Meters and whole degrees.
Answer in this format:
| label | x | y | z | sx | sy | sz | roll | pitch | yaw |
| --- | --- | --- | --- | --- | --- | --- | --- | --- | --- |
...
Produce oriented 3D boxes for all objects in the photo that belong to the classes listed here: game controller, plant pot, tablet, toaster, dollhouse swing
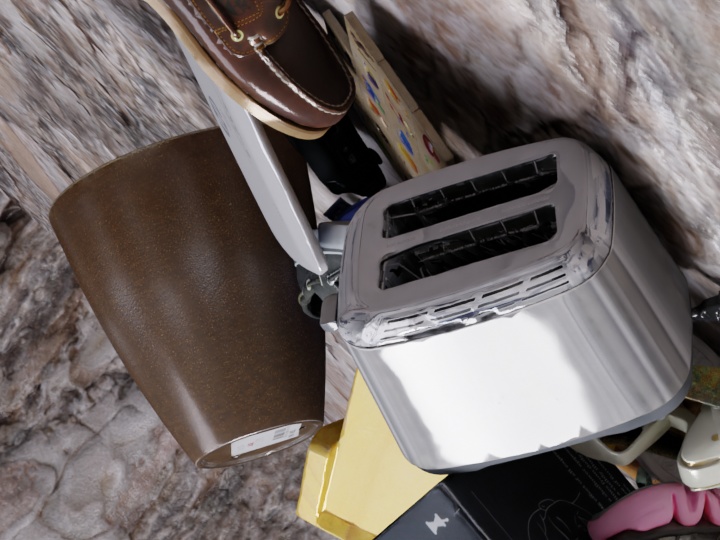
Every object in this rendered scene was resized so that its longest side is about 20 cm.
| label | x | y | z | sx | sy | sz | roll | pitch | yaw |
| --- | --- | --- | --- | --- | --- | --- | --- | --- | --- |
| game controller | -0.048 | -0.123 | 1.476 | 0.104 | 0.042 | 0.200 | 54 | 178 | 43 |
| plant pot | -0.098 | 0.027 | 1.675 | 0.187 | 0.186 | 0.201 | 79 | 172 | -75 |
| tablet | -0.076 | -0.093 | 1.449 | 0.201 | 0.014 | 0.130 | 65 | 173 | -12 |
| toaster | 0.081 | 0.017 | 1.231 | 0.199 | 0.114 | 0.129 | -15 | 135 | 22 |
| dollhouse swing | 0.089 | 0.113 | 1.543 | 0.199 | 0.177 | 0.182 | 24 | -165 | 20 |

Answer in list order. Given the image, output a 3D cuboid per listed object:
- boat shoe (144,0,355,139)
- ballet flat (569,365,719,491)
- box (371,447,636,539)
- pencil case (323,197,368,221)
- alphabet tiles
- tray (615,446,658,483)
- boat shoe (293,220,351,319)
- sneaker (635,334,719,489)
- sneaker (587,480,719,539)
| label | x | y | z | sx | sy | sz | roll | pitch | yaw |
| --- | --- | --- | --- | --- | --- | --- | --- | --- | --- |
| boat shoe | -0.072 | -0.154 | 1.327 | 0.200 | 0.071 | 0.070 | 41 | 127 | -21 |
| ballet flat | 0.165 | 0.081 | 1.283 | 0.199 | 0.071 | 0.071 | 16 | 161 | 24 |
| box | 0.090 | 0.177 | 1.354 | 0.149 | 0.107 | 0.200 | 50 | -156 | 6 |
| pencil case | 0.043 | 0.039 | 1.653 | 0.200 | 0.087 | 0.078 | 52 | -153 | -20 |
| alphabet tiles | 0.028 | -0.070 | 1.360 | 0.167 | 0.008 | 0.200 | 56 | 175 | 16 |
| tray | 0.202 | 0.123 | 1.606 | 0.200 | 0.037 | 0.099 | 35 | 169 | 37 |
| boat shoe | 0.000 | 0.000 | 1.494 | 0.068 | 0.057 | 0.200 | -1 | 178 | -11 |
| sneaker | 0.174 | 0.084 | 1.423 | 0.201 | 0.074 | 0.118 | 50 | 171 | -36 |
| sneaker | 0.218 | 0.167 | 1.325 | 0.079 | 0.199 | 0.096 | -48 | 49 | 52 |
